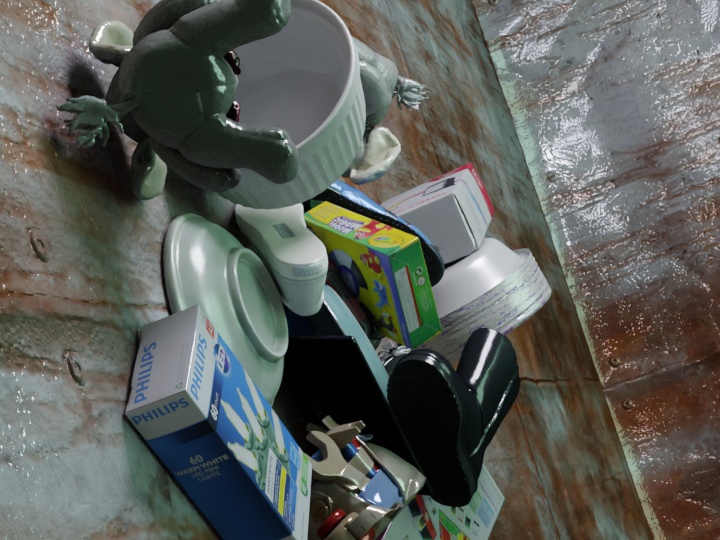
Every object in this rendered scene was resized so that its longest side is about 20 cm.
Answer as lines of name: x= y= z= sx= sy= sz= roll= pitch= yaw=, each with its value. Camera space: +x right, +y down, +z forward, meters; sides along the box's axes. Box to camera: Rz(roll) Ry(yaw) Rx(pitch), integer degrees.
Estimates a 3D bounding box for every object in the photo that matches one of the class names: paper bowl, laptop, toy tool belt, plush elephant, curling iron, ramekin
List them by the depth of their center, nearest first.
plush elephant: x=-0.153 y=-0.147 z=1.260 sx=0.155 sy=0.197 sz=0.167 roll=-143 pitch=-138 yaw=-76
toy tool belt: x=-0.027 y=0.198 z=1.373 sx=0.123 sy=0.125 sz=0.200 roll=43 pitch=13 yaw=8
ramekin: x=-0.088 y=-0.153 z=1.429 sx=0.105 sy=0.198 sz=0.202 roll=62 pitch=14 yaw=-58
laptop: x=-0.006 y=0.112 z=1.518 sx=0.116 sy=0.199 sz=0.189 roll=-44 pitch=118 yaw=-35
curling iron: x=-0.042 y=0.000 z=1.605 sx=0.201 sy=0.025 sz=0.050 roll=53 pitch=-23 yaw=16
plush elephant: x=-0.023 y=-0.185 z=1.803 sx=0.198 sy=0.164 sz=0.157 roll=23 pitch=81 yaw=-26
paper bowl: x=0.139 y=0.034 z=1.945 sx=0.105 sy=0.199 sz=0.201 roll=60 pitch=17 yaw=-8

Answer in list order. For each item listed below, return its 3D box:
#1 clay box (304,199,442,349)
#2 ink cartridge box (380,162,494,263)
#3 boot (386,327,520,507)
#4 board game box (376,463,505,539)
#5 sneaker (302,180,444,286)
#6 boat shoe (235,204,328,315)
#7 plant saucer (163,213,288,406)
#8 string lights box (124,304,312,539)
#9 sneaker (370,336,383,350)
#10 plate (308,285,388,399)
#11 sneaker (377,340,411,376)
clay box: x=0.000 y=0.000 z=1.614 sx=0.199 sy=0.047 sz=0.116 roll=22 pitch=-46 yaw=51
ink cartridge box: x=0.090 y=-0.062 z=1.998 sx=0.086 sy=0.146 sz=0.200 roll=65 pitch=15 yaw=-8
boot: x=0.098 y=0.112 z=1.510 sx=0.169 sy=0.075 sz=0.202 roll=-62 pitch=144 yaw=-43
board game box: x=0.072 y=0.264 z=1.568 sx=0.154 sy=0.040 sz=0.201 roll=59 pitch=43 yaw=-29
sneaker: x=0.012 y=-0.053 z=1.724 sx=0.199 sy=0.066 sz=0.079 roll=30 pitch=21 yaw=-4
boat shoe: x=-0.074 y=-0.017 z=1.477 sx=0.200 sy=0.071 sz=0.069 roll=-136 pitch=-139 yaw=-57
plant saucer: x=-0.110 y=0.037 z=1.368 sx=0.201 sy=0.050 sz=0.201 roll=-90 pitch=154 yaw=-53
string lights box: x=-0.111 y=0.138 z=1.218 sx=0.103 sy=0.058 sz=0.201 roll=-88 pitch=153 yaw=-51
sneaker: x=0.011 y=0.051 z=1.734 sx=0.201 sy=0.075 sz=0.092 roll=-80 pitch=152 yaw=-58
plate: x=-0.011 y=0.079 z=1.543 sx=0.201 sy=0.025 sz=0.200 roll=56 pitch=-10 yaw=16
sneaker: x=0.035 y=0.116 z=1.671 sx=0.200 sy=0.074 sz=0.083 roll=106 pitch=-30 yaw=-74
